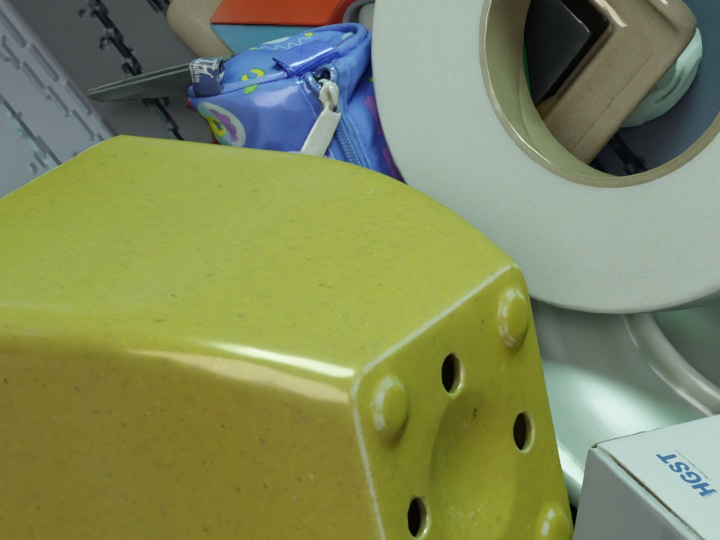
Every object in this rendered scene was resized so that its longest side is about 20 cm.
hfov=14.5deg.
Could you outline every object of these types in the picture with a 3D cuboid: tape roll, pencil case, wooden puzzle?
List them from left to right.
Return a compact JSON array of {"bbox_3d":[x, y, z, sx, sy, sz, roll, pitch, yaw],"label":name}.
[{"bbox_3d":[0.000,0.000,1.099,0.078,0.087,0.201,-23,98,-16],"label":"pencil case"},{"bbox_3d":[0.019,-0.098,1.141,0.185,0.037,0.200,46,132,10],"label":"wooden puzzle"},{"bbox_3d":[0.099,-0.083,1.032,0.202,0.037,0.204,0,90,28],"label":"tape roll"}]

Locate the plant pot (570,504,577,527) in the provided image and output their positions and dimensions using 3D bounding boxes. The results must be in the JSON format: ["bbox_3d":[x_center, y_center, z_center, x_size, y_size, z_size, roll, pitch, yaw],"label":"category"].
[{"bbox_3d":[0.102,0.176,1.086,0.199,0.190,0.201,0,87,10],"label":"plant pot"}]

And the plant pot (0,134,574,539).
[{"bbox_3d":[-0.041,0.068,0.990,0.199,0.195,0.195,-1,110,33],"label":"plant pot"}]

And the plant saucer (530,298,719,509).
[{"bbox_3d":[0.142,0.042,1.086,0.200,0.200,0.050,35,123,10],"label":"plant saucer"}]

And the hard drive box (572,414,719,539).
[{"bbox_3d":[0.194,0.108,0.947,0.199,0.156,0.077,-10,122,-28],"label":"hard drive box"}]

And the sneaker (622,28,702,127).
[{"bbox_3d":[0.055,-0.140,1.172,0.200,0.081,0.075,37,95,12],"label":"sneaker"}]

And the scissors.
[{"bbox_3d":[-0.034,-0.090,1.155,0.199,0.014,0.073,11,118,31],"label":"scissors"}]
